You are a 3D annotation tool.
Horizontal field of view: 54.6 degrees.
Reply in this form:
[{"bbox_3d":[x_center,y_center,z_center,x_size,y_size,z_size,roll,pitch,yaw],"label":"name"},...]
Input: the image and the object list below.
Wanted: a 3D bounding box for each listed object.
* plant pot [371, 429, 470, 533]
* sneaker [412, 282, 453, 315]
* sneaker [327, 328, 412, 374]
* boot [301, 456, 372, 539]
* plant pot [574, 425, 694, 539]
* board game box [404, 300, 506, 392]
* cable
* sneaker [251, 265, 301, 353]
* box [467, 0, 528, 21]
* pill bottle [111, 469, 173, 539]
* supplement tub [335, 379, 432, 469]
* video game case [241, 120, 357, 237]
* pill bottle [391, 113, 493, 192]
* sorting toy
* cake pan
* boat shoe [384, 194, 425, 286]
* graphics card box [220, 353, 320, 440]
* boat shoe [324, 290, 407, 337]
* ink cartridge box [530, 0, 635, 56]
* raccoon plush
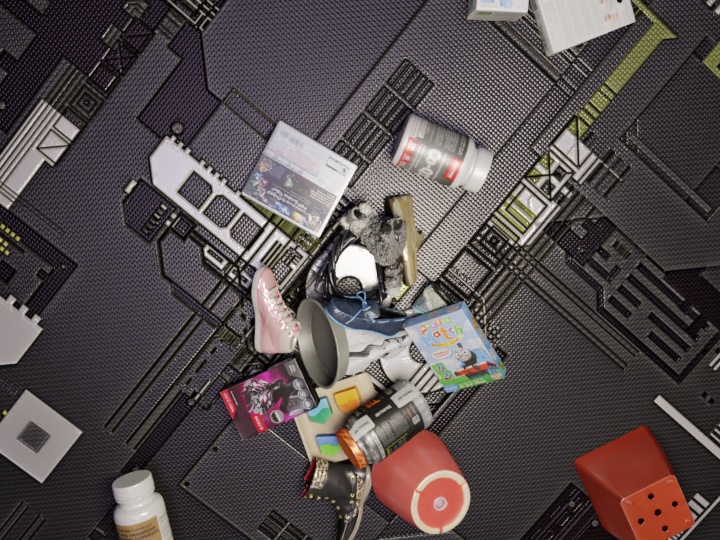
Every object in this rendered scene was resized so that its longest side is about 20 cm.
[{"bbox_3d":[0.143,0.479,1.554,0.198,0.177,0.203,-3,100,-19],"label":"plant pot"},{"bbox_3d":[0.200,0.121,1.586,0.086,0.078,0.200,-41,97,23],"label":"sneaker"},{"bbox_3d":[0.023,0.148,1.564,0.198,0.075,0.116,-20,65,-28],"label":"sneaker"},{"bbox_3d":[-0.064,0.532,1.614,0.149,0.073,0.202,19,94,-18],"label":"boot"},{"bbox_3d":[0.644,0.516,1.605,0.198,0.176,0.202,-26,99,2],"label":"plant pot"},{"bbox_3d":[0.211,0.173,1.549,0.150,0.037,0.201,-21,113,32],"label":"board game box"},{"bbox_3d":[0.000,0.000,1.538,0.162,0.051,0.201,30,81,-2],"label":"cable"},{"bbox_3d":[-0.180,0.091,1.539,0.103,0.075,0.203,6,107,20],"label":"sneaker"},{"bbox_3d":[0.289,-0.632,1.445,0.111,0.101,0.203,2,99,-3],"label":"box"},{"bbox_3d":[-0.500,0.570,1.593,0.113,0.114,0.203,-11,99,-1],"label":"pill bottle"},{"bbox_3d":[0.051,0.344,1.551,0.199,0.122,0.123,-32,100,-19],"label":"supplement tub"},{"bbox_3d":[-0.134,-0.200,1.535,0.198,0.023,0.183,29,96,-7],"label":"video game case"},{"bbox_3d":[0.175,-0.247,1.494,0.198,0.114,0.115,21,98,-5],"label":"pill bottle"},{"bbox_3d":[-0.046,0.352,1.618,0.198,0.036,0.187,-19,99,0],"label":"sorting toy"},{"bbox_3d":[-0.082,0.155,1.517,0.036,0.200,0.203,-12,101,-29],"label":"cake pan"},{"bbox_3d":[0.111,-0.068,1.547,0.075,0.072,0.203,-13,101,-15],"label":"boat shoe"},{"bbox_3d":[-0.204,0.287,1.580,0.198,0.051,0.127,-24,94,8],"label":"graphics card box"},{"bbox_3d":[0.014,0.083,1.482,0.199,0.085,0.069,13,129,-41],"label":"boat shoe"},{"bbox_3d":[0.471,-0.574,1.496,0.198,0.047,0.162,-21,99,-5],"label":"ink cartridge box"},{"bbox_3d":[0.019,-0.047,1.493,0.133,0.096,0.203,10,99,28],"label":"raccoon plush"}]
